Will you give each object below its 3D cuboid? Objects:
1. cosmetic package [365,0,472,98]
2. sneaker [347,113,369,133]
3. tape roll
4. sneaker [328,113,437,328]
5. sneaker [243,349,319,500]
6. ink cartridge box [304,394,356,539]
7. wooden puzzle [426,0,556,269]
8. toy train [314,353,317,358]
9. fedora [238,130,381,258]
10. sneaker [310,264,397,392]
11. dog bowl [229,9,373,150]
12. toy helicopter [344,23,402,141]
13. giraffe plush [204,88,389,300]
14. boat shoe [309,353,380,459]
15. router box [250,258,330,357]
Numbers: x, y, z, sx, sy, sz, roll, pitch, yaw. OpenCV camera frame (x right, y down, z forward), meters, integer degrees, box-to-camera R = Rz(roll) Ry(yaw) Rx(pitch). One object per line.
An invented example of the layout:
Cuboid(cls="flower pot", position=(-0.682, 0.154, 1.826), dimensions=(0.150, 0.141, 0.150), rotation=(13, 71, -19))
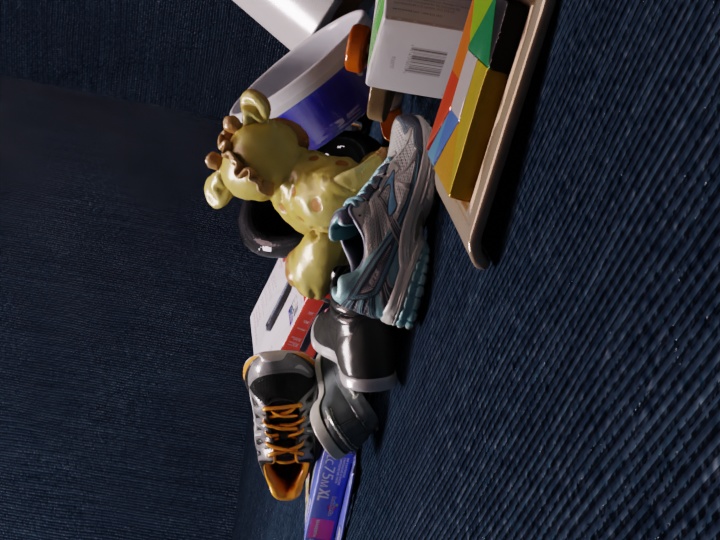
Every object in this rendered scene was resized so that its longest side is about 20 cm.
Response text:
Cuboid(cls="cosmetic package", position=(0.060, -0.258, 1.081), dimensions=(0.108, 0.083, 0.203), rotation=(109, 168, -65))
Cuboid(cls="sneaker", position=(-0.023, -0.191, 1.754), dimensions=(0.201, 0.078, 0.079), rotation=(71, -157, -48))
Cuboid(cls="tape roll", position=(-0.058, -0.386, 1.668), dimensions=(0.203, 0.139, 0.203), rotation=(-50, -4, -5))
Cuboid(cls="sneaker", position=(0.019, -0.053, 1.118), dimensions=(0.078, 0.085, 0.203), rotation=(113, 165, -60))
Cuboid(cls="sneaker", position=(-0.076, 0.156, 1.332), dimensions=(0.202, 0.077, 0.078), rotation=(84, -178, -47))
Cuboid(cls="ink cartridge box", position=(-0.032, 0.204, 1.392), dimensions=(0.201, 0.041, 0.121), rotation=(-97, 18, -63))
Cuboid(cls="wooden puzzle", position=(0.082, -0.122, 0.898), dimensions=(0.185, 0.037, 0.203), rotation=(-103, 23, -72))
Cuboid(cls="toy train", position=(-0.054, 0.034, 1.843), dimensions=(0.046, 0.034, 0.202), rotation=(128, 154, -50))
Cuboid(cls="fedora", position=(-0.044, -0.069, 1.529), dimensions=(0.202, 0.198, 0.092), rotation=(-87, -24, -46))
Cuboid(cls="sneaker", position=(-0.004, 0.036, 1.208), dimensions=(0.200, 0.070, 0.101), rotation=(-132, 42, -73))
Cuboid(cls="dog bowl", position=(-0.053, -0.211, 1.521), dimensions=(0.199, 0.079, 0.201), rotation=(-34, 18, 12))
Cuboid(cls="toy helicopter", position=(0.039, -0.228, 1.359), dimensions=(0.133, 0.078, 0.201), rotation=(94, -170, -45))
Cuboid(cls="giraffe plush", position=(-0.064, -0.084, 1.253), dimensions=(0.174, 0.161, 0.200), rotation=(-58, -10, 2))
Cuboid(cls="boat shoe", position=(-0.005, 0.116, 1.280), dimensions=(0.061, 0.073, 0.200), rotation=(-33, 14, 13))
Cuboid(cls="router box", position=(-0.091, 0.053, 1.796), dimensions=(0.181, 0.048, 0.201), rotation=(-62, 20, 23))
